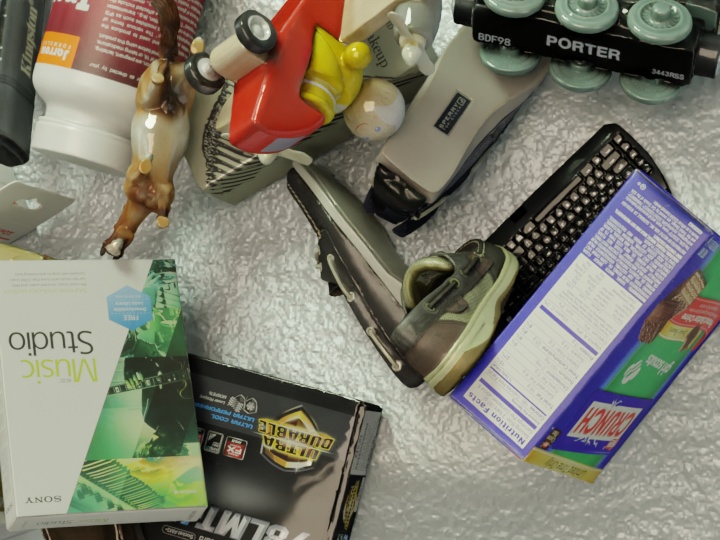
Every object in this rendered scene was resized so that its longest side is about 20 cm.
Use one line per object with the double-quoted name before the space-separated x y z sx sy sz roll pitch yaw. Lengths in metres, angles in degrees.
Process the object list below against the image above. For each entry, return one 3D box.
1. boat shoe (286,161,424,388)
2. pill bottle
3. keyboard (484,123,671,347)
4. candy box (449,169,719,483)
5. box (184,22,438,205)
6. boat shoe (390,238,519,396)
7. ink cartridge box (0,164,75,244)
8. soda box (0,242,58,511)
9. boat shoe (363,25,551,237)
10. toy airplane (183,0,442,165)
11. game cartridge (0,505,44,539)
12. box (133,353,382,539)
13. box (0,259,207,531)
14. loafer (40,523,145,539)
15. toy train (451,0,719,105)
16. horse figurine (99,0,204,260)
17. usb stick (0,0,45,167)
"boat shoe" 0.000 0.000 1.618 0.060 0.074 0.200 -46 71 17
"pill bottle" -0.187 -0.179 1.683 0.113 0.113 0.200 14 87 20
"keyboard" 0.143 -0.010 1.587 0.200 0.040 0.104 -46 71 9
"candy box" 0.173 0.044 1.500 0.077 0.169 0.200 42 98 23
"box" -0.042 -0.134 1.651 0.200 0.068 0.082 -31 73 13
"boat shoe" 0.062 0.016 1.512 0.066 0.201 0.072 41 114 -8
"ink cartridge box" -0.339 -0.042 1.712 0.200 0.117 0.067 -28 76 13
"soda box" -0.285 0.080 1.670 0.068 0.064 0.200 15 88 20
"boat shoe" 0.069 -0.112 1.612 0.075 0.093 0.200 40 65 5
"toy airplane" -0.020 -0.155 1.535 0.199 0.200 0.141 -44 102 -2
"game cartridge" -0.298 0.160 1.715 0.133 0.042 0.200 -20 77 11
"box" -0.102 0.172 1.640 0.200 0.050 0.199 14 86 21
"box" -0.196 0.088 1.595 0.144 0.036 0.200 -1 69 -22
"loafer" -0.219 0.166 1.620 0.073 0.071 0.200 -24 74 16
"toy train" 0.169 -0.188 1.560 0.200 0.085 0.114 13 49 13
"horse figurine" -0.149 -0.104 1.598 0.050 0.133 0.200 9 87 -10
"usb stick" -0.274 -0.173 1.712 0.033 0.055 0.200 -18 55 29
